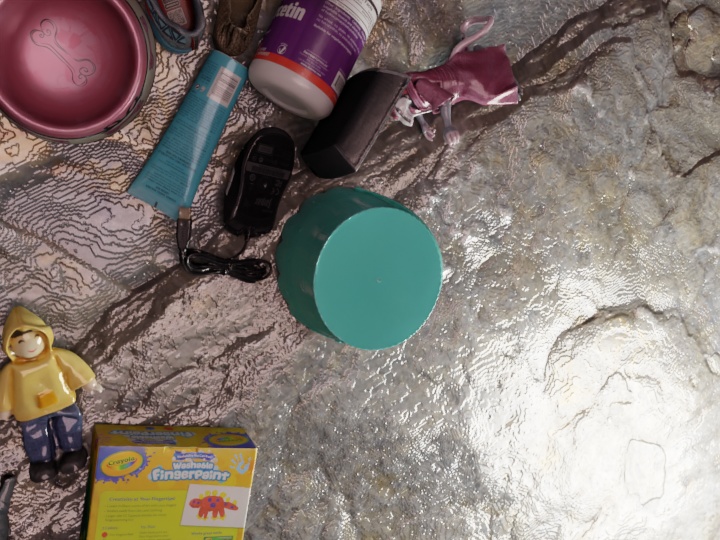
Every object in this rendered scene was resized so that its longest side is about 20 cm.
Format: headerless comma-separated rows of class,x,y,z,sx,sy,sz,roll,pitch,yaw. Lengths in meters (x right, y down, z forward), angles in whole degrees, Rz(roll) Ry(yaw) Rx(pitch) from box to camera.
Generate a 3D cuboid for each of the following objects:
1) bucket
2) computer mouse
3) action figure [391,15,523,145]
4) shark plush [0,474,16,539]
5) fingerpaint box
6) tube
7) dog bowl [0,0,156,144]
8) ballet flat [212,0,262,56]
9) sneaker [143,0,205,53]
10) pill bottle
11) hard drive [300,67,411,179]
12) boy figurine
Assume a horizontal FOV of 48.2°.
bucket,0.000,0.000,1.036,0.204,0.135,0.211,-5,102,-23
computer mouse,-0.161,-0.085,0.995,0.139,0.046,0.203,2,109,-36
action figure,0.110,-0.242,1.037,0.197,0.134,0.151,-17,106,-22
shark plush,-0.440,0.351,0.975,0.083,0.090,0.204,5,78,-43
fingerpaint box,-0.245,0.288,1.021,0.197,0.073,0.170,6,99,-25
tube,-0.200,-0.163,0.966,0.077,0.050,0.202,28,91,-1
dog bowl,-0.320,-0.235,0.871,0.197,0.074,0.204,-4,106,-15
ballet flat,-0.135,-0.354,0.951,0.066,0.046,0.203,13,90,-23
sneaker,-0.222,-0.344,0.893,0.079,0.095,0.202,-33,111,-15
pill bottle,-0.047,-0.292,0.966,0.112,0.112,0.202,28,84,-25
hard drive,-0.015,-0.176,0.961,0.042,0.200,0.136,32,86,-16
boy figurine,-0.368,0.139,0.944,0.122,0.064,0.203,-10,107,-19
